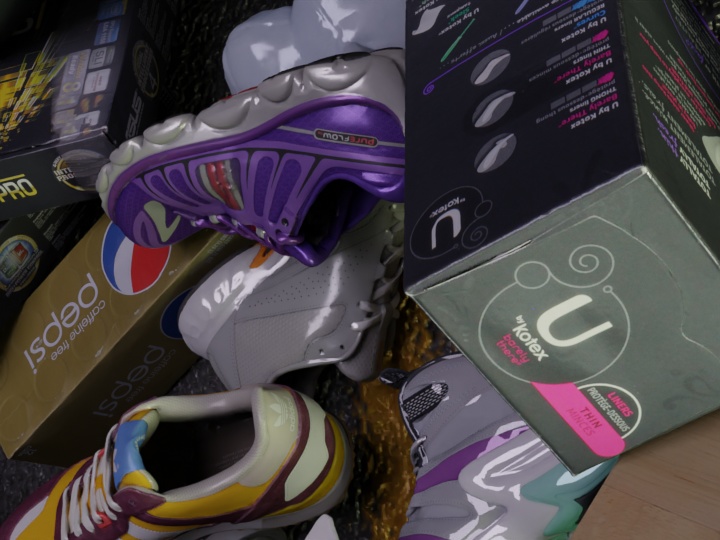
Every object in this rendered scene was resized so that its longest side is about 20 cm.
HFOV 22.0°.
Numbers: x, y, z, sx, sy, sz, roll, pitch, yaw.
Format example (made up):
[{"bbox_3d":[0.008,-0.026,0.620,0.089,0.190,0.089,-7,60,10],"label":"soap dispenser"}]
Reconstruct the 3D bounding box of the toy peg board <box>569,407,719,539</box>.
[{"bbox_3d":[0.203,0.109,0.700,0.200,0.098,0.199,20,67,38],"label":"toy peg board"}]

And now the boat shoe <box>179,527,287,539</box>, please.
[{"bbox_3d":[-0.121,0.179,0.947,0.200,0.076,0.060,-43,56,7],"label":"boat shoe"}]

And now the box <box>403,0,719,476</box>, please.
[{"bbox_3d":[0.091,-0.041,0.747,0.106,0.122,0.200,-28,34,23],"label":"box"}]

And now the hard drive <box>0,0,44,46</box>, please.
[{"bbox_3d":[-0.135,-0.202,0.941,0.033,0.140,0.200,39,70,-2],"label":"hard drive"}]

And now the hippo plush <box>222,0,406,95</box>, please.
[{"bbox_3d":[-0.009,-0.156,0.916,0.200,0.159,0.161,-27,89,29],"label":"hippo plush"}]

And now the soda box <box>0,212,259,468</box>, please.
[{"bbox_3d":[-0.118,0.017,0.983,0.200,0.064,0.068,-46,56,21],"label":"soda box"}]

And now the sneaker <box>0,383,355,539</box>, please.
[{"bbox_3d":[-0.106,0.100,0.871,0.199,0.090,0.075,-25,58,17],"label":"sneaker"}]

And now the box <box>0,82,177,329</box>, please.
[{"bbox_3d":[-0.221,-0.051,1.038,0.160,0.044,0.200,20,66,39],"label":"box"}]

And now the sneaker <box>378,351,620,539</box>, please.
[{"bbox_3d":[0.040,0.100,0.842,0.200,0.078,0.140,-48,54,7],"label":"sneaker"}]

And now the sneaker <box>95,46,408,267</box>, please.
[{"bbox_3d":[-0.047,-0.037,0.843,0.200,0.080,0.084,-17,84,47],"label":"sneaker"}]

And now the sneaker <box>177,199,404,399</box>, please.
[{"bbox_3d":[0.000,0.000,0.900,0.200,0.076,0.092,-48,63,28],"label":"sneaker"}]

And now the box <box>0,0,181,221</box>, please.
[{"bbox_3d":[-0.181,-0.114,1.003,0.161,0.049,0.201,-10,48,19],"label":"box"}]

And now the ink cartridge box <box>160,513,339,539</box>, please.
[{"bbox_3d":[-0.077,0.196,0.763,0.200,0.067,0.117,-54,34,21],"label":"ink cartridge box"}]
